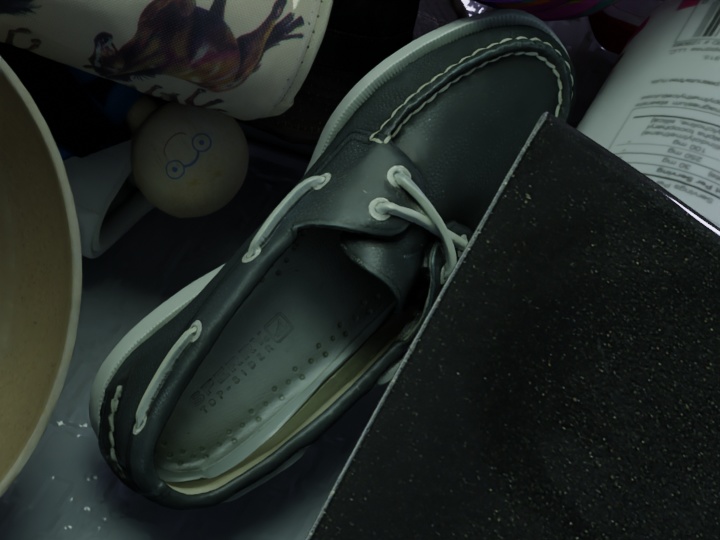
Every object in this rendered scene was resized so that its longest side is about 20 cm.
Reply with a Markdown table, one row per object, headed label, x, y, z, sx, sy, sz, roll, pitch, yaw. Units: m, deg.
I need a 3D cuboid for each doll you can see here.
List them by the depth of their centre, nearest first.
| label | x | y | z | sx | sy | sz | roll | pitch | yaw |
| --- | --- | --- | --- | --- | --- | --- | --- | --- | --- |
| doll | -0.119 | -0.089 | 0.946 | 0.200 | 0.048 | 0.136 | 41 | 80 | 2 |

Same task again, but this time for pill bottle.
| label | x | y | z | sx | sy | sz | roll | pitch | yaw |
| --- | --- | --- | --- | --- | --- | --- | --- | --- | --- |
| pill bottle | 0.104 | 0.003 | 0.917 | 0.113 | 0.113 | 0.200 | 19 | 46 | 17 |

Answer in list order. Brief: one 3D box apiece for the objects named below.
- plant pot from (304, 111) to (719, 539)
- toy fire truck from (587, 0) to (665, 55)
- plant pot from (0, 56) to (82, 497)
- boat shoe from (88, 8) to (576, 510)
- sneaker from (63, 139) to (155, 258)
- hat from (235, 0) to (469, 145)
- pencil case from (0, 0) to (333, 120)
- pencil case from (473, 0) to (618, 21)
| label | x | y | z | sx | sy | sz | roll | pitch | yaw |
| --- | --- | --- | --- | --- | --- | --- | --- | --- | --- |
| plant pot | 0.071 | 0.116 | 0.751 | 0.177 | 0.200 | 0.200 | 25 | 46 | 5 |
| toy fire truck | 0.206 | -0.120 | 1.074 | 0.200 | 0.112 | 0.168 | 24 | 71 | 22 |
| plant pot | -0.201 | -0.003 | 0.878 | 0.200 | 0.201 | 0.134 | -16 | 13 | -19 |
| boat shoe | 0.000 | 0.000 | 0.895 | 0.200 | 0.076 | 0.060 | -49 | 21 | -1 |
| sneaker | -0.099 | -0.079 | 1.035 | 0.115 | 0.074 | 0.200 | 20 | 45 | 3 |
| hat | -0.015 | -0.128 | 1.032 | 0.200 | 0.081 | 0.201 | 25 | 31 | -16 |
| pencil case | -0.106 | -0.115 | 0.885 | 0.200 | 0.078 | 0.090 | 19 | 50 | -14 |
| pencil case | 0.064 | -0.132 | 0.980 | 0.088 | 0.089 | 0.200 | 12 | 8 | 10 |
